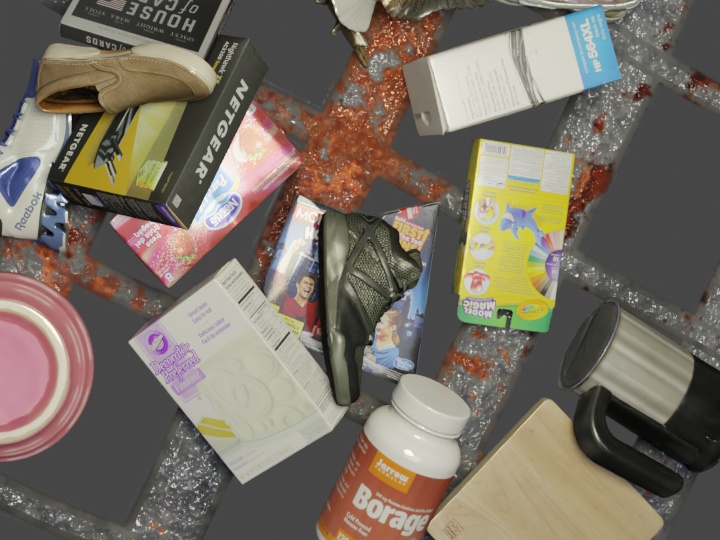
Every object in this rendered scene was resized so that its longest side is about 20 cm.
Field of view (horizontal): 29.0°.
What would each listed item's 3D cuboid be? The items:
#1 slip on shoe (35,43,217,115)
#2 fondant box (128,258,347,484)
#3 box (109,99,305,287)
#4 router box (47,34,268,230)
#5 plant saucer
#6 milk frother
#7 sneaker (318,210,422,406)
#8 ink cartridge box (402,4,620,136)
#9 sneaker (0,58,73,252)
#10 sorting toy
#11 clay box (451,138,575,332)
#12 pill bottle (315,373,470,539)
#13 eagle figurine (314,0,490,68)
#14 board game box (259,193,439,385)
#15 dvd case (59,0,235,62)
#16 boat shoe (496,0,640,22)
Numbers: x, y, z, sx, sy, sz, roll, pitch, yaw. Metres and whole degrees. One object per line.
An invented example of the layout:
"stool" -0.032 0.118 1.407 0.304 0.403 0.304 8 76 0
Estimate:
"slip on shoe" -0.233 -0.180 1.361 0.197 0.076 0.061 9 65 21
"fondant box" -0.129 0.109 1.474 0.144 0.058 0.201 -33 98 31
"box" -0.163 -0.084 1.473 0.200 0.100 0.096 -43 99 -5
"router box" -0.204 -0.150 1.415 0.155 0.052 0.202 12 66 29
"plant saucer" -0.381 0.104 1.472 0.197 0.051 0.204 -1 93 -10
"milk frother" 0.341 0.123 1.508 0.187 0.182 0.200 31 130 -10
"sneaker" 0.013 0.040 1.451 0.112 0.076 0.203 1 79 -7
"ink cartridge box" 0.157 -0.212 1.497 0.197 0.146 0.086 -17 96 -9
"sneaker" -0.357 -0.121 1.449 0.113 0.081 0.203 2 94 -12
"sorting toy" 0.200 0.279 1.568 0.199 0.070 0.200 -45 98 -5
"clay box" 0.168 -0.039 1.558 0.113 0.048 0.203 8 93 -10
"pill bottle" 0.038 0.219 1.492 0.111 0.112 0.202 22 107 -10
"eagle figurine" 0.044 -0.331 1.475 0.198 0.152 0.153 -28 65 15
"board game box" 0.000 0.000 1.525 0.198 0.062 0.202 22 88 -10
"dvd case" -0.201 -0.292 1.424 0.148 0.025 0.202 16 53 3
"boat shoe" 0.211 -0.324 1.541 0.199 0.065 0.075 16 90 -7
